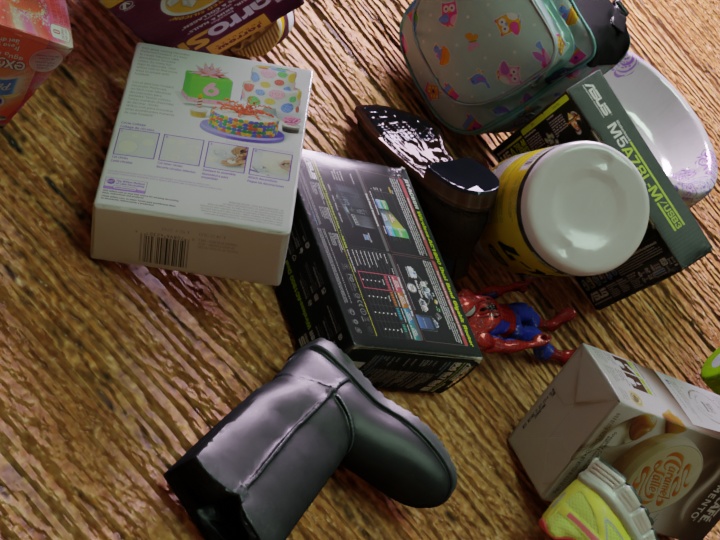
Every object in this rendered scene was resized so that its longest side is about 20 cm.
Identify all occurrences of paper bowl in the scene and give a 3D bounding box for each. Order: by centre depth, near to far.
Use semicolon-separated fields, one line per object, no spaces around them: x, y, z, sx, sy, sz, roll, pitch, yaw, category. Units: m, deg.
0.272;-0.133;1.789;0.200;0.104;0.201;28;40;-27;paper bowl

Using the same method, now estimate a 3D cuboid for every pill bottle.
0.166;-0.051;1.502;0.114;0.200;0.115;0;89;-14;pill bottle

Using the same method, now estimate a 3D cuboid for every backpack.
0.135;-0.227;1.649;0.153;0.200;0.176;-20;77;-48;backpack

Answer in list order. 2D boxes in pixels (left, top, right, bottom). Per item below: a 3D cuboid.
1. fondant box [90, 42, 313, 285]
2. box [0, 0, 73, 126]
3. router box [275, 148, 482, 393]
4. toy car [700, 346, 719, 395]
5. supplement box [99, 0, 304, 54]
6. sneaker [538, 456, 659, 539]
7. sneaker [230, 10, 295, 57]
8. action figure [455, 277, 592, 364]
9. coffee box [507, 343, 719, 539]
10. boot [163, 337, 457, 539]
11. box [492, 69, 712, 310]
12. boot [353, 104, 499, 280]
-0.118;-0.085;1.298;0.144;0.058;0.201;9;44;-3;fondant box
-0.289;-0.221;1.256;0.094;0.103;0.201;15;48;-39;box
0.000;0.000;1.397;0.149;0.062;0.201;8;51;-43;router box
0.433;0.098;1.760;0.164;0.158;0.200;44;6;-13;toy car
-0.142;-0.253;1.352;0.104;0.131;0.200;62;6;14;supplement box
0.210;0.253;1.392;0.200;0.090;0.078;59;-9;-13;sneaker
-0.139;-0.278;1.512;0.200;0.075;0.090;50;25;-10;sneaker
0.137;0.045;1.500;0.200;0.052;0.066;10;54;-50;action figure
0.243;0.152;1.463;0.199;0.115;0.080;20;27;-35;coffee box
-0.030;0.151;1.215;0.165;0.066;0.200;41;31;4;boot
0.222;-0.069;1.590;0.047;0.200;0.194;-30;86;-19;box
0.046;-0.075;1.529;0.074;0.097;0.200;-7;33;-30;boot
